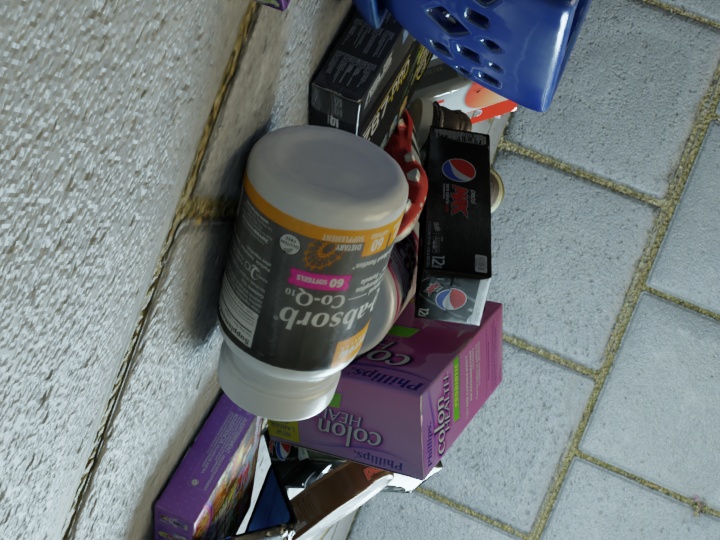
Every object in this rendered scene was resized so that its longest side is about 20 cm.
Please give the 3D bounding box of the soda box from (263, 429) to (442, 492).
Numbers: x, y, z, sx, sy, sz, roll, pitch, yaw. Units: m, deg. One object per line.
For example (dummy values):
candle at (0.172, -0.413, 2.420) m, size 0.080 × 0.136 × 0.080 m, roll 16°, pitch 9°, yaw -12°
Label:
soda box at (-0.006, 0.203, 1.242) m, size 0.063 × 0.199 × 0.071 m, roll -46°, pitch -131°, yaw 34°

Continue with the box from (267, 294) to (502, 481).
box at (0.028, 0.100, 1.123) m, size 0.200 × 0.175 × 0.097 m, roll -40°, pitch 134°, yaw -51°

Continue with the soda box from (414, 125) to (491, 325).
soda box at (0.089, -0.046, 1.057) m, size 0.071 × 0.063 × 0.201 m, roll 97°, pitch 0°, yaw -47°

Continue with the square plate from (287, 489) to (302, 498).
square plate at (-0.049, 0.210, 1.602) m, size 0.201 × 0.028 × 0.199 m, roll 102°, pitch 12°, yaw -47°

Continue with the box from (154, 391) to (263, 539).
box at (-0.136, 0.210, 0.990) m, size 0.201 × 0.039 × 0.137 m, roll 102°, pitch 13°, yaw -49°

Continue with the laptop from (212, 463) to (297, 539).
laptop at (-0.137, 0.284, 1.004) m, size 0.199 × 0.103 × 0.178 m, roll 3°, pitch 111°, yaw -55°

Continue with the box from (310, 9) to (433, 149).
box at (0.017, -0.177, 0.958) m, size 0.162 × 0.049 × 0.201 m, roll 94°, pitch 21°, yaw -61°

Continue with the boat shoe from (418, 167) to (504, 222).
boat shoe at (0.058, -0.059, 1.200) m, size 0.072 × 0.200 × 0.066 m, roll 69°, pitch 17°, yaw 10°

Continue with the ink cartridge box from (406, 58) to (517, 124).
ink cartridge box at (0.122, -0.189, 1.272) m, size 0.200 × 0.161 × 0.050 m, roll 81°, pitch -10°, yaw -70°

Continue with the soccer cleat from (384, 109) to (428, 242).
soccer cleat at (0.033, -0.080, 1.055) m, size 0.201 × 0.068 × 0.086 m, roll -92°, pitch 168°, yaw -50°

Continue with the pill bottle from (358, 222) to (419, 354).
pill bottle at (0.000, 0.000, 1.076) m, size 0.200 × 0.113 × 0.114 m, roll -49°, pitch 159°, yaw -69°

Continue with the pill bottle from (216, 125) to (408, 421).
pill bottle at (-0.042, 0.006, 0.806) m, size 0.117 × 0.116 × 0.201 m, roll -57°, pitch 166°, yaw -54°

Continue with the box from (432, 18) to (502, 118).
box at (0.157, -0.305, 1.345) m, size 0.200 × 0.106 × 0.153 m, roll 82°, pitch 31°, yaw -74°

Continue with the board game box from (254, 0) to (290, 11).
board game box at (-0.019, -0.257, 0.602) m, size 0.120 × 0.032 × 0.201 m, roll 94°, pitch 19°, yaw -78°

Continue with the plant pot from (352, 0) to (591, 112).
plant pot at (0.090, -0.255, 0.772) m, size 0.200 × 0.179 × 0.201 m, roll 72°, pitch 42°, yaw -78°

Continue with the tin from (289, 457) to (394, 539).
tin at (-0.048, 0.247, 1.133) m, size 0.200 × 0.042 × 0.112 m, roll -41°, pitch 159°, yaw 30°

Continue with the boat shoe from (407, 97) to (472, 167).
boat shoe at (0.063, -0.127, 1.211) m, size 0.200 × 0.059 × 0.072 m, roll 130°, pitch -33°, yaw -68°
